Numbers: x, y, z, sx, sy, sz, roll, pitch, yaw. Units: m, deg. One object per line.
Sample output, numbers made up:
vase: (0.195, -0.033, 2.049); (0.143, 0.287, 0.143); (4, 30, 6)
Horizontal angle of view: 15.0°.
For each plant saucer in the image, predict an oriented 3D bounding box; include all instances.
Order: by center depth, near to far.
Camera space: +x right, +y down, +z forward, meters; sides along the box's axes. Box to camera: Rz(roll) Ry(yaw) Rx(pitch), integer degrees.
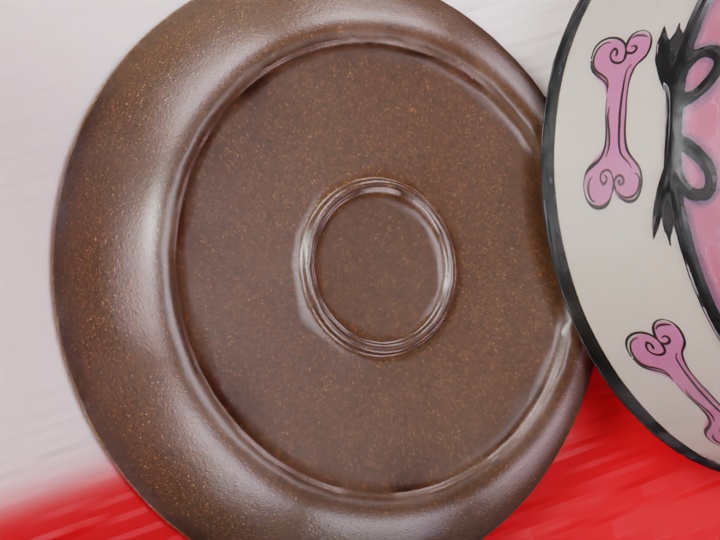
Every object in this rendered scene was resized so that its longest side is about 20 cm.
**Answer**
plant saucer: (0.000, 0.000, 0.871); (0.200, 0.032, 0.201); (3, 83, -29)

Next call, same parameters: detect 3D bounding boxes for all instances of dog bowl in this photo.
dog bowl: (0.158, -0.030, 0.916); (0.200, 0.074, 0.201); (5, 82, -37)
